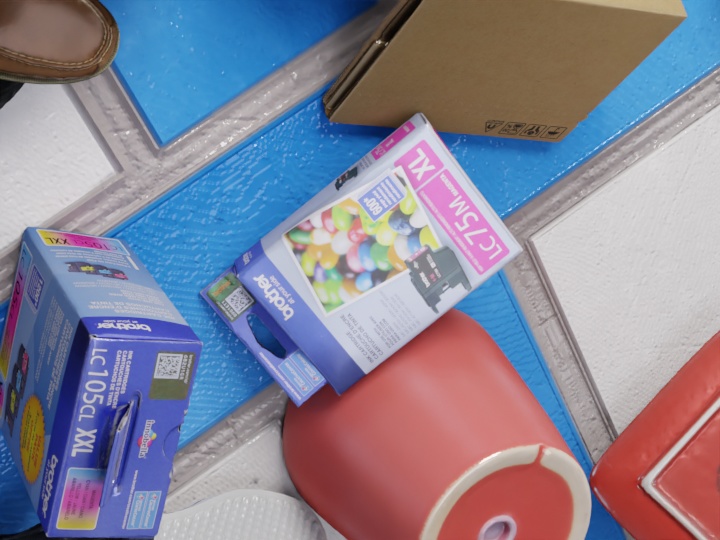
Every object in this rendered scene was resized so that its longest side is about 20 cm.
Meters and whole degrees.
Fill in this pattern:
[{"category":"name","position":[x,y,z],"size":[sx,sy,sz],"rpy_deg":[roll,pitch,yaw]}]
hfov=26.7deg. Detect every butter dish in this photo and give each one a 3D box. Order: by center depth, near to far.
[{"category":"butter dish","position":[0.322,0.175,1.291],"size":[0.199,0.148,0.200],"rpy_deg":[43,89,8]}]

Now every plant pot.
[{"category":"plant pot","position":[0.063,0.148,1.111],"size":[0.199,0.177,0.202],"rpy_deg":[-11,118,-22]}]

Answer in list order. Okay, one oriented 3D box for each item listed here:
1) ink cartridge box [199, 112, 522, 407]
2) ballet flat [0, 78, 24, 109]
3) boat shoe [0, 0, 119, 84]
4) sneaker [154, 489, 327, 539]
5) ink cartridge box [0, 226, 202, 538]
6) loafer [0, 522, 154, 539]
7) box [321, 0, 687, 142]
[{"category":"ink cartridge box","position":[0.000,0.000,1.056],"size":[0.200,0.042,0.120],"rpy_deg":[-37,109,6]},{"category":"ballet flat","position":[-0.192,-0.171,0.911],"size":[0.066,0.057,0.200],"rpy_deg":[43,84,-8]},{"category":"boat shoe","position":[-0.227,-0.157,0.838],"size":[0.199,0.068,0.072],"rpy_deg":[20,86,-16]},{"category":"sneaker","position":[-0.119,0.210,1.108],"size":[0.199,0.079,0.079],"rpy_deg":[2,149,-41]},{"category":"ink cartridge box","position":[-0.164,0.074,0.940],"size":[0.076,0.200,0.137],"rpy_deg":[5,111,-30]},{"category":"loafer","position":[-0.214,0.209,1.007],"size":[0.200,0.071,0.068],"rpy_deg":[-27,144,33]},{"category":"box","position":[0.096,-0.143,1.024],"size":[0.199,0.021,0.164],"rpy_deg":[2,152,-29]}]
